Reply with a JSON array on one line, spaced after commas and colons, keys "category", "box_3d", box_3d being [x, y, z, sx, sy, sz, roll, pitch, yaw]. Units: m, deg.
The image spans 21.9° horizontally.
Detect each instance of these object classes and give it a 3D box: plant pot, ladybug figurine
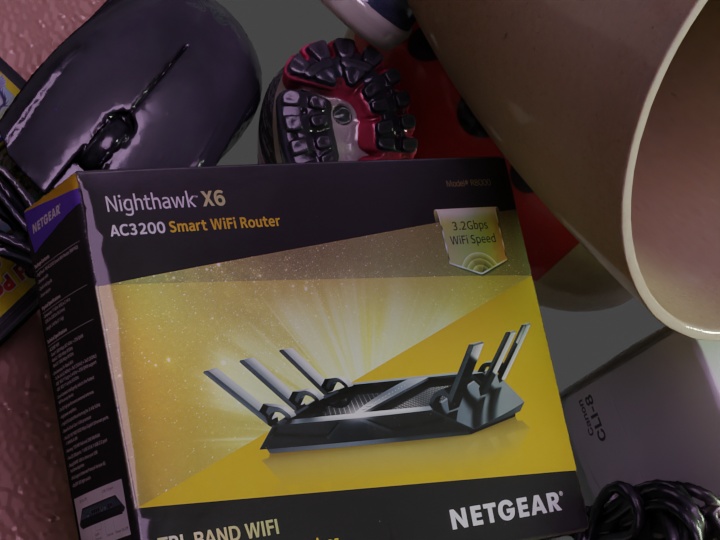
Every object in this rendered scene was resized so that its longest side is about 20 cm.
[{"category": "plant pot", "box_3d": [0.110, -0.101, 0.749, 0.187, 0.188, 0.200, -19, 38, -29]}, {"category": "ladybug figurine", "box_3d": [0.076, -0.069, 0.895, 0.200, 0.072, 0.136, 41, 59, -3]}]

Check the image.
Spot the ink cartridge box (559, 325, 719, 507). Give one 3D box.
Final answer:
[{"category": "ink cartridge box", "box_3d": [0.210, 0.087, 0.846, 0.199, 0.145, 0.146, -14, 75, -27]}]

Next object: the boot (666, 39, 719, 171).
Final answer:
[{"category": "boot", "box_3d": [0.215, -0.088, 0.895, 0.076, 0.168, 0.200, 29, 75, 24]}]

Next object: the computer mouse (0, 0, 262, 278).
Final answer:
[{"category": "computer mouse", "box_3d": [-0.094, -0.063, 0.804, 0.138, 0.053, 0.200, 34, 46, -9]}]

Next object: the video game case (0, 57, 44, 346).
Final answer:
[{"category": "video game case", "box_3d": [-0.219, -0.028, 0.774, 0.181, 0.026, 0.200, 43, 57, -1]}]

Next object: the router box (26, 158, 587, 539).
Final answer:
[{"category": "router box", "box_3d": [-0.018, 0.040, 0.717, 0.199, 0.052, 0.158, -5, 77, -34]}]

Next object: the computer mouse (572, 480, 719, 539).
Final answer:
[{"category": "computer mouse", "box_3d": [0.122, 0.190, 0.776, 0.052, 0.138, 0.201, 0, 78, -31]}]

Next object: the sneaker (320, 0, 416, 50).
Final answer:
[{"category": "sneaker", "box_3d": [0.015, -0.183, 0.865, 0.075, 0.084, 0.200, 36, 30, -28]}]

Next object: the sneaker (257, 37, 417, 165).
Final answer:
[{"category": "sneaker", "box_3d": [0.000, 0.000, 0.836, 0.080, 0.075, 0.201, -6, 83, -20]}]
